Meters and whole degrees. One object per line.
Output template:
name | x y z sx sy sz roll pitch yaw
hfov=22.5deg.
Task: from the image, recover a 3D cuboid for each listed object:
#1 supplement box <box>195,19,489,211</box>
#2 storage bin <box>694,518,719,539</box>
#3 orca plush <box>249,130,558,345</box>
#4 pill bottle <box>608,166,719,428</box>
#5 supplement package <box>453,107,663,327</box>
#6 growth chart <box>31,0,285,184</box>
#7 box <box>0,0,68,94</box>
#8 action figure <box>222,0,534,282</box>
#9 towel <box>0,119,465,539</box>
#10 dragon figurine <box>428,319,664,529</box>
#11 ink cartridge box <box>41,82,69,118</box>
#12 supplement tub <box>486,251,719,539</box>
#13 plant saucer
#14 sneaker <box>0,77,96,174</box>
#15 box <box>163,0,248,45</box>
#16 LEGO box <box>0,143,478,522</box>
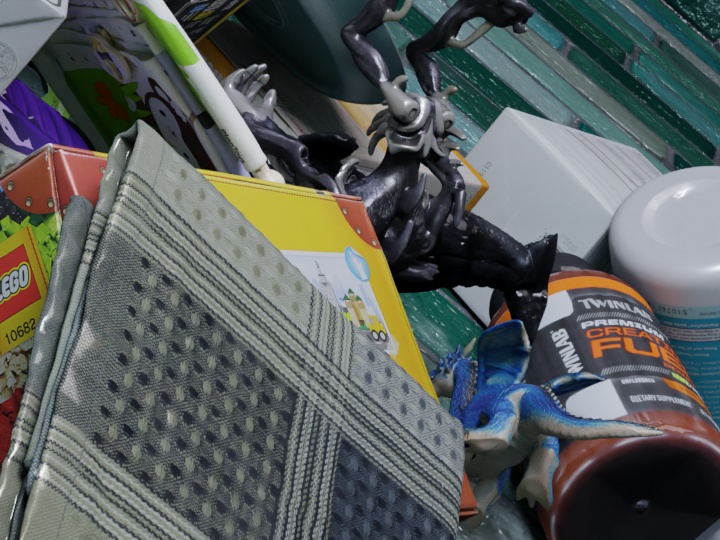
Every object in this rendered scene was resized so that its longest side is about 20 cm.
supplement box | -0.031 -0.072 1.058 0.126 0.074 0.200 49 21 28
storage bin | 0.167 0.178 0.799 0.146 0.134 0.200 45 21 13
orca plush | 0.000 0.000 0.921 0.200 0.105 0.071 24 32 -11
pill bottle | 0.217 0.044 1.111 0.111 0.111 0.200 -112 -174 -53
supplement package | 0.145 -0.020 1.212 0.110 0.114 0.200 49 22 27
growth chart | -0.097 -0.073 0.820 0.145 0.018 0.200 55 -20 -15
box | -0.182 -0.156 0.764 0.117 0.060 0.200 35 22 -24
action figure | 0.004 -0.066 0.856 0.119 0.200 0.102 14 15 -42
towel | -0.037 0.072 0.597 0.200 0.035 0.193 46 35 -31
dragon figurine | 0.077 0.063 0.875 0.059 0.200 0.099 34 58 -12
ink cartridge box | -0.213 -0.163 0.917 0.200 0.076 0.148 32 21 -18
supplement tub | 0.127 0.070 0.997 0.107 0.107 0.200 30 22 -28
plant saucer | -0.052 -0.159 0.950 0.200 0.027 0.200 46 -9 10
sneaker | -0.173 -0.062 0.799 0.200 0.070 0.100 48 16 2
box | -0.118 -0.186 0.895 0.049 0.200 0.160 -20 90 -24
LEGO box | -0.056 0.043 0.696 0.200 0.077 0.149 7 58 -57
